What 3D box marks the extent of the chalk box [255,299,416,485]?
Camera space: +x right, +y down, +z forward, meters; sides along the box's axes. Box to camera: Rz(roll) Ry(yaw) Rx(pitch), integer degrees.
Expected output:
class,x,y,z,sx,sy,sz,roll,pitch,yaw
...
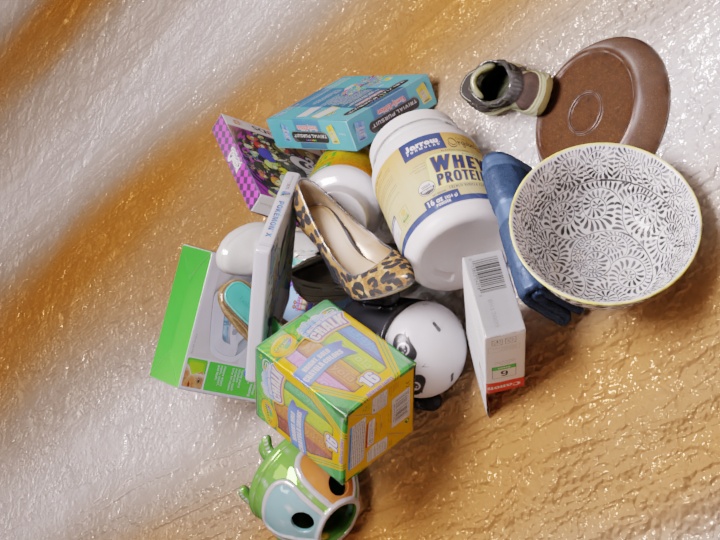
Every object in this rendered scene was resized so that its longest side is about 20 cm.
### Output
class,x,y,z,sx,sy,sz,roll,pitch,yaw
chalk box,-0.047,0.131,1.594,0.200,0.124,0.125,33,141,31

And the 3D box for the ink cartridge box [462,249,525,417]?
class,x,y,z,sx,sy,sz,roll,pitch,yaw
ink cartridge box,0.155,0.077,1.549,0.200,0.050,0.109,79,179,-57

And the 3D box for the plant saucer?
class,x,y,z,sx,sy,sz,roll,pitch,yaw
plant saucer,0.270,-0.180,1.555,0.200,0.034,0.201,-25,58,48

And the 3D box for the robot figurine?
class,x,y,z,sx,sy,sz,roll,pitch,yaw
robot figurine,0.041,0.095,1.673,0.199,0.150,0.125,4,73,50

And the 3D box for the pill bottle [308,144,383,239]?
class,x,y,z,sx,sy,sz,roll,pitch,yaw
pill bottle,-0.020,-0.096,1.770,0.111,0.111,0.200,-58,5,21

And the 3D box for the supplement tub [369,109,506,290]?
class,x,y,z,sx,sy,sz,roll,pitch,yaw
supplement tub,0.097,-0.090,1.658,0.145,0.144,0.201,-50,43,29

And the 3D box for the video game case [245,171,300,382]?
class,x,y,z,sx,sy,sz,roll,pitch,yaw
video game case,-0.108,0.007,1.668,0.183,0.022,0.201,-74,-7,-54

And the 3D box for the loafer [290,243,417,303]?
class,x,y,z,sx,sy,sz,roll,pitch,yaw
loafer,0.000,0.000,1.769,0.199,0.070,0.070,-14,61,20

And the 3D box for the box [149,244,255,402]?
class,x,y,z,sx,sy,sz,roll,pitch,yaw
box,-0.191,0.081,1.952,0.096,0.176,0.201,14,88,54

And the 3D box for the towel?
class,x,y,z,sx,sy,sz,roll,pitch,yaw
towel,0.199,-0.042,1.531,0.048,0.111,0.201,-32,52,29

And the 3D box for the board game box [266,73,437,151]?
class,x,y,z,sx,sy,sz,roll,pitch,yaw
board game box,-0.014,-0.220,1.856,0.200,0.151,0.047,11,128,54

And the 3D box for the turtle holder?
class,x,y,z,sx,sy,sz,roll,pitch,yaw
turtle holder,-0.078,0.305,1.755,0.132,0.141,0.186,40,102,33

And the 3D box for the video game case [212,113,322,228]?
class,x,y,z,sx,sy,sz,roll,pitch,yaw
video game case,-0.106,-0.132,1.913,0.036,0.181,0.200,-54,40,25

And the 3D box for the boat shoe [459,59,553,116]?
class,x,y,z,sx,sy,sz,roll,pitch,yaw
boat shoe,0.167,-0.232,1.658,0.201,0.066,0.072,28,99,66

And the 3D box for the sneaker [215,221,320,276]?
class,x,y,z,sx,sy,sz,roll,pitch,yaw
sneaker,-0.098,-0.021,1.847,0.088,0.199,0.076,34,122,52

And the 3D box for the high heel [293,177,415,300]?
class,x,y,z,sx,sy,sz,roll,pitch,yaw
high heel,-0.013,-0.042,1.590,0.200,0.071,0.143,11,131,60

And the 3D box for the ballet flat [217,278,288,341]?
class,x,y,z,sx,sy,sz,roll,pitch,yaw
ballet flat,-0.121,0.096,1.801,0.068,0.200,0.072,-46,5,-21

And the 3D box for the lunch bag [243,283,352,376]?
class,x,y,z,sx,sy,sz,roll,pitch,yaw
lunch bag,-0.048,0.096,1.852,0.199,0.094,0.151,8,82,41

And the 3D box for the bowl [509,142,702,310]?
class,x,y,z,sx,sy,sz,roll,pitch,yaw
bowl,0.260,-0.028,1.433,0.199,0.094,0.202,-4,58,6
